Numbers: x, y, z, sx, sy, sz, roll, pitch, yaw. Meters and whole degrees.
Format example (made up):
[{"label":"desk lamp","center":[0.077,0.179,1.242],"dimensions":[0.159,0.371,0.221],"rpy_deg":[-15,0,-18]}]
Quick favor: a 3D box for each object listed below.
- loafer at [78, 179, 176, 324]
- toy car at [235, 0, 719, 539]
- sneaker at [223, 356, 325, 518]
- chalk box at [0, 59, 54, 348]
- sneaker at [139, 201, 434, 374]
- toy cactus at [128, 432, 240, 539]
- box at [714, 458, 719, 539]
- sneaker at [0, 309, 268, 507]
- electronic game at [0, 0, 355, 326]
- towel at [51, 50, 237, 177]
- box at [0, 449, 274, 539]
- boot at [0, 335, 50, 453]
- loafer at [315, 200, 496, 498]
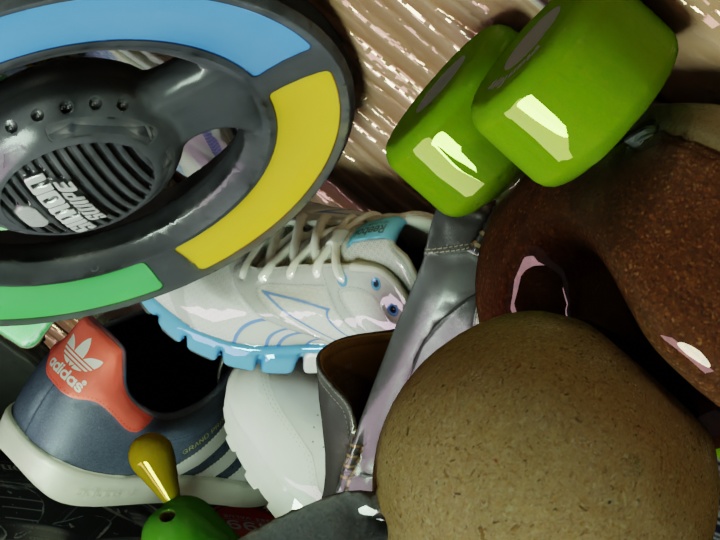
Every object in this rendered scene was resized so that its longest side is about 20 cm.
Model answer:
[{"label":"loafer","center":[-0.108,-0.007,1.156],"dimensions":[0.068,0.076,0.200],"rpy_deg":[14,161,15]},{"label":"toy car","center":[0.050,0.052,0.699],"dimensions":[0.164,0.200,0.158],"rpy_deg":[41,166,-9]},{"label":"sneaker","center":[0.036,0.089,0.979],"dimensions":[0.200,0.076,0.081],"rpy_deg":[39,132,6]},{"label":"chalk box","center":[-0.193,-0.052,1.012],"dimensions":[0.200,0.125,0.124],"rpy_deg":[39,-170,7]},{"label":"sneaker","center":[0.000,0.000,0.952],"dimensions":[0.199,0.075,0.087],"rpy_deg":[17,148,18]},{"label":"toy cactus","center":[-0.015,0.136,1.023],"dimensions":[0.164,0.102,0.201],"rpy_deg":[17,-144,-22]},{"label":"box","center":[0.152,0.180,0.887],"dimensions":[0.105,0.184,0.200],"rpy_deg":[21,158,48]},{"label":"sneaker","center":[-0.068,0.052,1.120],"dimensions":[0.075,0.085,0.200],"rpy_deg":[39,-160,25]},{"label":"electronic game","center":[-0.098,-0.039,0.866],"dimensions":[0.200,0.199,0.042],"rpy_deg":[64,-172,-61]},{"label":"towel","center":[-0.110,-0.093,1.034],"dimensions":[0.200,0.024,0.147],"rpy_deg":[36,169,22]},{"label":"box","center":[-0.114,0.166,1.128],"dimensions":[0.199,0.105,0.182],"rpy_deg":[7,-158,-24]},{"label":"boot","center":[-0.178,-0.026,1.181],"dimensions":[0.069,0.175,0.200],"rpy_deg":[-25,129,30]},{"label":"loafer","center":[0.016,0.047,0.890],"dimensions":[0.072,0.073,0.200],"rpy_deg":[35,124,-2]}]
